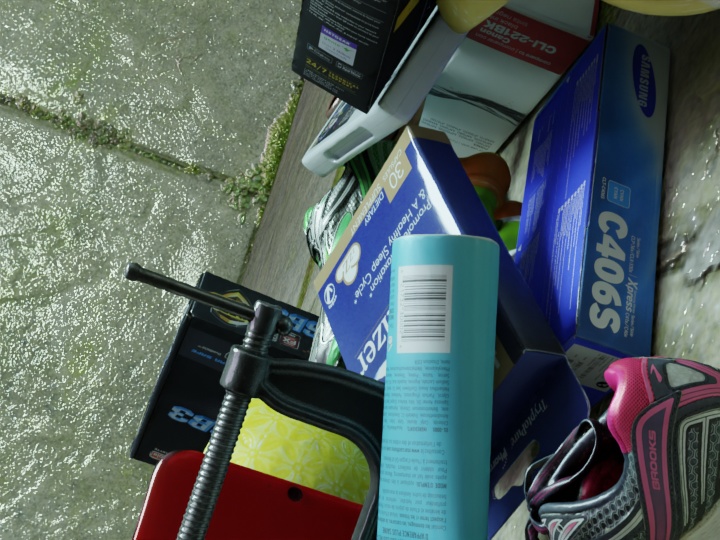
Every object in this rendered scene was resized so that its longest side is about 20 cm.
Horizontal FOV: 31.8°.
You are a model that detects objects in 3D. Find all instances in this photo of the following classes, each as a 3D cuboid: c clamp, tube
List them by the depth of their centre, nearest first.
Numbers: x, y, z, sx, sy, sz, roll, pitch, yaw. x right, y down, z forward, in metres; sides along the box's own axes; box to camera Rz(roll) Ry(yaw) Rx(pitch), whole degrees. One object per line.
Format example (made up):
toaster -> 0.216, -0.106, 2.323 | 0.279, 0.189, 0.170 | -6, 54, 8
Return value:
tube -> 0.034, 0.086, 0.575 | 0.077, 0.050, 0.203 | -9, 75, 60
c clamp -> -0.052, 0.114, 0.613 | 0.027, 0.169, 0.203 | -147, 71, -85

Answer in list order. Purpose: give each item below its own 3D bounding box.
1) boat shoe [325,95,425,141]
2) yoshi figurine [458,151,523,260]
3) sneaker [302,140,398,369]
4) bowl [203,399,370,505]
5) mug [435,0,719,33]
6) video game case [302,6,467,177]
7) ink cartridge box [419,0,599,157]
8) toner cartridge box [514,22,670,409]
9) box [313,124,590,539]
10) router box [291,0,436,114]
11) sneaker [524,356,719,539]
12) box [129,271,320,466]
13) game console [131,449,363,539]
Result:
boat shoe -> 0.026, -0.188, 0.936 | 0.070, 0.070, 0.202 | 126, 160, -62
yoshi figurine -> 0.058, 0.031, 0.763 | 0.113, 0.111, 0.202 | 109, 171, -46
sneaker -> 0.000, 0.000, 0.823 | 0.078, 0.084, 0.202 | 65, -147, -47
bowl -> -0.008, 0.173, 0.770 | 0.107, 0.200, 0.202 | -6, 54, 29
mug -> 0.126, -0.202, 0.634 | 0.153, 0.184, 0.152 | -80, -15, -79
video game case -> 0.046, -0.156, 0.783 | 0.201, 0.023, 0.182 | -57, 11, -14
ink cartridge box -> 0.105, -0.191, 0.949 | 0.200, 0.083, 0.146 | 127, 158, -62
toner cartridge box -> 0.121, -0.025, 0.678 | 0.095, 0.043, 0.202 | 127, 159, -56
box -> 0.039, 0.034, 0.655 | 0.122, 0.032, 0.201 | -57, 40, 32
router box -> 0.040, -0.202, 0.644 | 0.201, 0.052, 0.158 | -59, -5, -23
sneaker -> 0.093, 0.107, 0.500 | 0.081, 0.074, 0.201 | -86, 17, -53
box -> -0.060, 0.109, 0.968 | 0.199, 0.198, 0.050 | 120, 167, -45
game console -> -0.046, 0.222, 0.686 | 0.119, 0.198, 0.174 | -85, 16, -59
